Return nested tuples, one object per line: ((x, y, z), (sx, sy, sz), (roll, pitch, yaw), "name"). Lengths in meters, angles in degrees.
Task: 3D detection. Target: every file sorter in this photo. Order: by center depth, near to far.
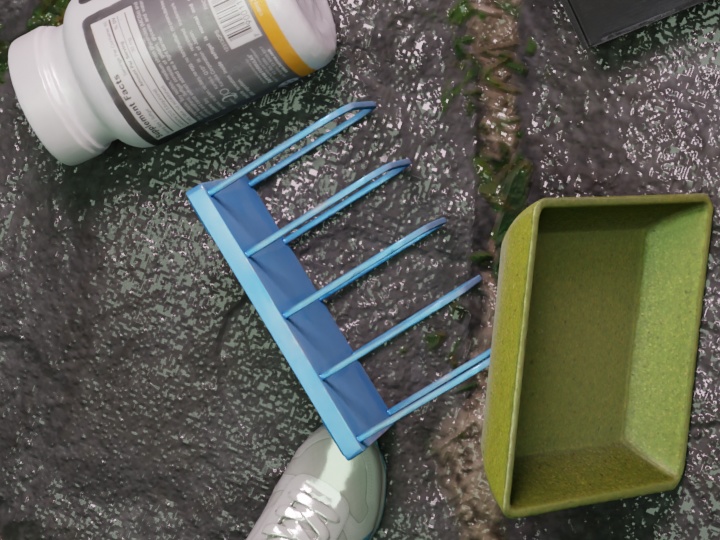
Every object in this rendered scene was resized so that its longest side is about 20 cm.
((0.000, 0.000, 1.659), (0.123, 0.139, 0.200), (-32, 89, 10), "file sorter")

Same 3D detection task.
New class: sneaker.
((-0.045, 0.195, 1.718), (0.076, 0.081, 0.200), (28, 100, 10), "sneaker")

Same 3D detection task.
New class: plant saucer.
((0.144, 0.048, 1.621), (0.048, 0.200, 0.200), (12, 100, 40), "plant saucer")

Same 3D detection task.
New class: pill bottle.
((-0.126, -0.152, 1.680), (0.200, 0.116, 0.117), (-24, 91, 15), "pill bottle")

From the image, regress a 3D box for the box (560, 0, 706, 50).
((0.194, -0.261, 1.594), (0.199, 0.048, 0.193), (-21, 116, 13), "box")
